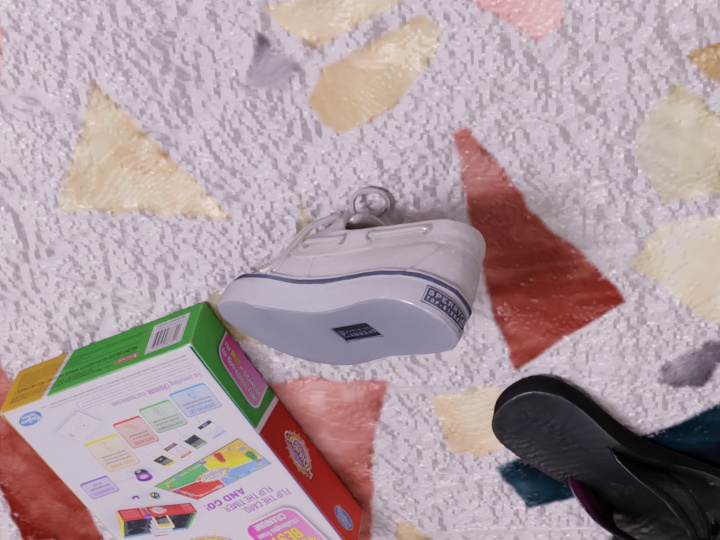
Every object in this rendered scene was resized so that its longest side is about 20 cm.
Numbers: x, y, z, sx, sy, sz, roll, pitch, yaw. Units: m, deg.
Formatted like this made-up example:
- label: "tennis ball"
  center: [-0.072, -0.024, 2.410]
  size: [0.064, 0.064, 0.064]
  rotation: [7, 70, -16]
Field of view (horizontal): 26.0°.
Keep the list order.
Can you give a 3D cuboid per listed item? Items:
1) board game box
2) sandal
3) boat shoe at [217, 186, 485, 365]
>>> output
- label: "board game box"
  center: [-0.113, 0.125, 1.013]
  size: [0.152, 0.040, 0.200]
  rotation: [-19, 123, 24]
- label: "sandal"
  center: [0.165, 0.138, 0.967]
  size: [0.200, 0.048, 0.075]
  rotation: [30, 128, -13]
- label: "boat shoe"
  center: [-0.003, -0.003, 0.870]
  size: [0.074, 0.086, 0.201]
  rotation: [37, 155, -25]
